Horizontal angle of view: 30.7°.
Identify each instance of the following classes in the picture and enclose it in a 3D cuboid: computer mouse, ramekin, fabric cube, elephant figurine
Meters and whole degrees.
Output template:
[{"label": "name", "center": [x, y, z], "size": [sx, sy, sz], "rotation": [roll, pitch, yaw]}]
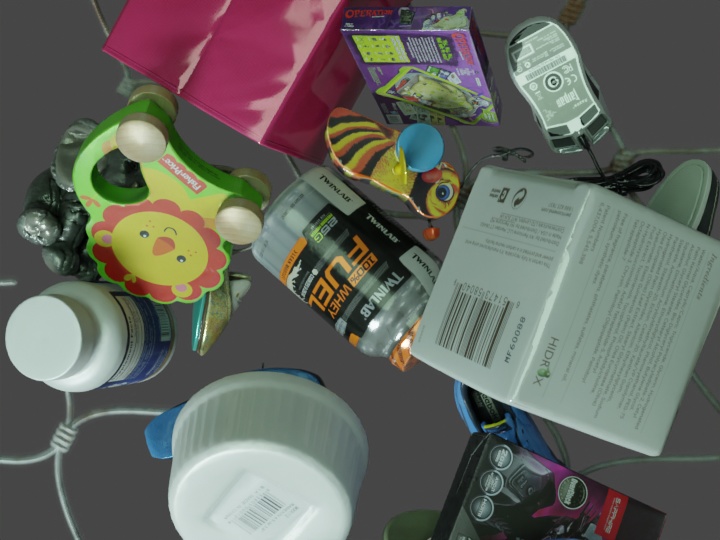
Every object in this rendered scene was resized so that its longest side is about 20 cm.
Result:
[{"label": "computer mouse", "center": [0.209, -0.156, 1.288], "size": [0.109, 0.044, 0.200], "rotation": [-25, 89, 18]}, {"label": "ramekin", "center": [-0.093, 0.206, 1.286], "size": [0.200, 0.098, 0.201], "rotation": [2, 123, 3]}, {"label": "fabric cube", "center": [-0.096, -0.244, 1.291], "size": [0.200, 0.196, 0.200], "rotation": [31, 98, 14]}, {"label": "elephant figurine", "center": [-0.254, -0.093, 1.369], "size": [0.155, 0.142, 0.200], "rotation": [46, 107, -3]}]

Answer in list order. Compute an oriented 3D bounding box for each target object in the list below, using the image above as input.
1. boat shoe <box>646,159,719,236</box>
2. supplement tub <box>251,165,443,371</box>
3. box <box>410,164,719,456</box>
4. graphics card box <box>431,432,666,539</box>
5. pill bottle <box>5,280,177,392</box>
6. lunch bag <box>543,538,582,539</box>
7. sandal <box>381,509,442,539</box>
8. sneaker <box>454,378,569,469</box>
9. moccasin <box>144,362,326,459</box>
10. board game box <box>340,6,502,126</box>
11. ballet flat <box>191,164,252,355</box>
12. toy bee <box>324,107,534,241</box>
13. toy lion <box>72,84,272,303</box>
[{"label": "boat shoe", "center": [0.297, -0.006, 1.252], "size": [0.060, 0.076, 0.200], "rotation": [21, 97, -28]}, {"label": "supplement tub", "center": [0.000, 0.000, 1.300], "size": [0.200, 0.123, 0.123], "rotation": [40, 99, 12]}, {"label": "box", "center": [0.186, 0.031, 1.172], "size": [0.171, 0.199, 0.200], "rotation": [22, 90, -24]}, {"label": "graphics card box", "center": [0.174, 0.245, 1.218], "size": [0.200, 0.051, 0.126], "rotation": [26, 78, -11]}, {"label": "pill bottle", "center": [-0.273, 0.066, 1.333], "size": [0.111, 0.200, 0.111], "rotation": [0, 89, 16]}, {"label": "lunch bag", "center": [0.149, 0.338, 1.155], "size": [0.160, 0.083, 0.200], "rotation": [-9, 118, 9]}, {"label": "sandal", "center": [0.121, 0.267, 1.278], "size": [0.200, 0.080, 0.057], "rotation": [9, 135, 4]}, {"label": "sneaker", "center": [0.152, 0.181, 1.281], "size": [0.066, 0.078, 0.200], "rotation": [-33, 83, 11]}, {"label": "moccasin", "center": [-0.126, 0.144, 1.363], "size": [0.200, 0.068, 0.081], "rotation": [-14, 78, 14]}, {"label": "board game box", "center": [0.063, -0.191, 1.247], "size": [0.120, 0.200, 0.032], "rotation": [7, 73, 16]}, {"label": "ballet flat", "center": [-0.144, -0.011, 1.374], "size": [0.071, 0.071, 0.201], "rotation": [1, 91, 15]}, {"label": "toy bee", "center": [0.055, -0.088, 1.279], "size": [0.199, 0.131, 0.109], "rotation": [11, 85, 17]}, {"label": "toy lion", "center": [-0.197, -0.056, 1.267], "size": [0.192, 0.069, 0.200], "rotation": [-32, 121, 29]}]
